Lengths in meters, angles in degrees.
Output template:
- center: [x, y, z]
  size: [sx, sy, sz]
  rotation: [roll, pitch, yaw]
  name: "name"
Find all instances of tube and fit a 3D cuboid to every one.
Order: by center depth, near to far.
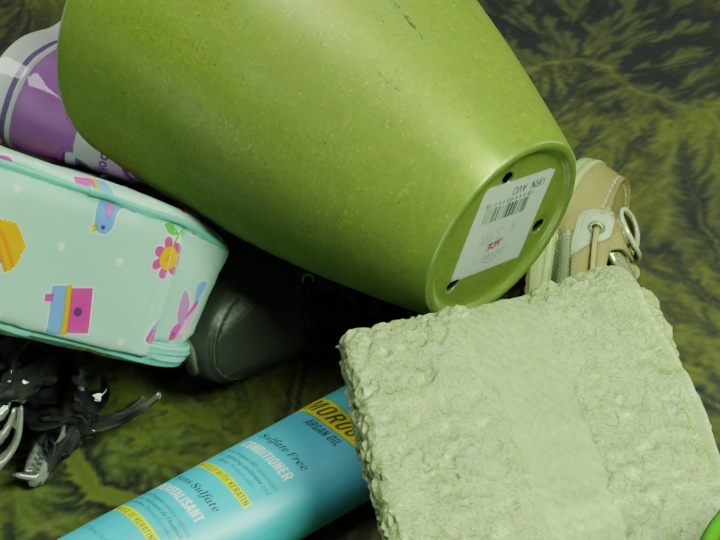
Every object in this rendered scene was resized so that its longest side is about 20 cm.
- center: [-0.040, 0.098, 0.755]
  size: [0.199, 0.051, 0.077]
  rotation: [-27, 42, -29]
  name: "tube"

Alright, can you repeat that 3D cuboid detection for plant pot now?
- center: [-0.005, -0.074, 0.773]
  size: [0.186, 0.188, 0.200]
  rotation: [-32, 57, -28]
  name: "plant pot"

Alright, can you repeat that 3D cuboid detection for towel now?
- center: [0.076, 0.093, 0.670]
  size: [0.146, 0.037, 0.202]
  rotation: [-13, 55, -9]
  name: "towel"

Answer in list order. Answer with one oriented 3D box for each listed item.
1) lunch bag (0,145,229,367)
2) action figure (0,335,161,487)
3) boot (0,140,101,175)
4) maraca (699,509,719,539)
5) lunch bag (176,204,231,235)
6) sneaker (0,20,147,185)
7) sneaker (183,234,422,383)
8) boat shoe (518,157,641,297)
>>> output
- center: [-0.169, -0.019, 0.787]
  size: [0.199, 0.078, 0.160]
  rotation: [19, 1, -41]
  name: "lunch bag"
- center: [-0.201, 0.062, 0.811]
  size: [0.198, 0.103, 0.119]
  rotation: [21, -6, -17]
  name: "action figure"
- center: [-0.170, -0.041, 0.975]
  size: [0.200, 0.073, 0.166]
  rotation: [-40, 34, -18]
  name: "boot"
- center: [0.180, 0.116, 0.577]
  size: [0.137, 0.107, 0.200]
  rotation: [38, 46, 6]
  name: "maraca"
- center: [-0.026, -0.094, 1.011]
  size: [0.198, 0.076, 0.160]
  rotation: [-24, 36, -18]
  name: "lunch bag"
- center: [-0.118, -0.097, 0.941]
  size: [0.113, 0.073, 0.201]
  rotation: [21, 29, 4]
  name: "sneaker"
- center: [0.000, 0.000, 0.856]
  size: [0.199, 0.076, 0.079]
  rotation: [-31, 39, -25]
  name: "sneaker"
- center: [0.104, 0.024, 0.788]
  size: [0.062, 0.074, 0.201]
  rotation: [7, 40, 17]
  name: "boat shoe"
